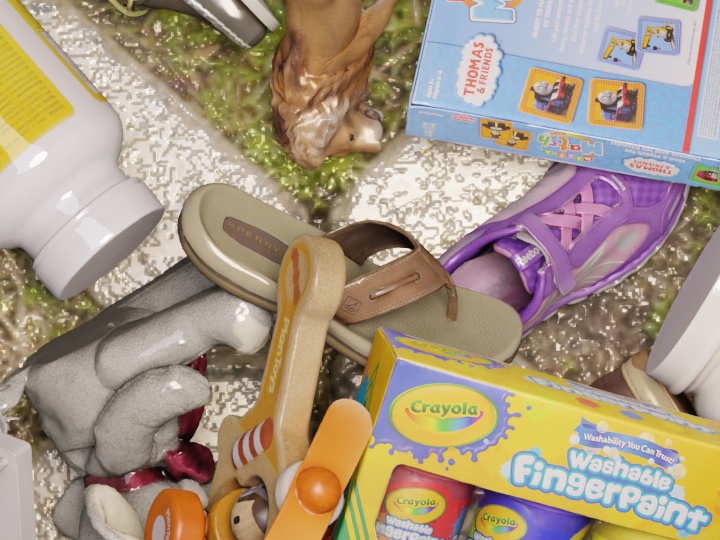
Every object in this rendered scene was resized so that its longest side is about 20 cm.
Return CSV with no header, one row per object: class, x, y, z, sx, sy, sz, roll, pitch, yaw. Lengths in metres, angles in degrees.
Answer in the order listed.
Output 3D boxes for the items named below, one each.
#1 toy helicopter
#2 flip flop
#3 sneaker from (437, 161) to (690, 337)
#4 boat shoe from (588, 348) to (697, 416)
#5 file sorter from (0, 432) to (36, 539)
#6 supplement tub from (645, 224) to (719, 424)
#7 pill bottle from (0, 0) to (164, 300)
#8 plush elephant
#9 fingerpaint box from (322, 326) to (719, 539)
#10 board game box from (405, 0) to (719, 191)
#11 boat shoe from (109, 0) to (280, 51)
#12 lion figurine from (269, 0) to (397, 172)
toy helicopter,-0.039,0.082,1.367,0.079,0.132,0.201,11,94,-23
flip flop,0.000,0.000,1.440,0.200,0.081,0.058,27,126,-13
sneaker,0.107,-0.015,1.536,0.200,0.088,0.081,-38,83,-3
boat shoe,0.182,0.146,1.531,0.072,0.072,0.200,-30,82,10
file sorter,-0.288,0.149,1.456,0.200,0.124,0.139,18,123,28
supplement tub,0.273,0.054,1.486,0.200,0.145,0.146,29,86,-1
pill bottle,-0.206,-0.083,1.543,0.112,0.112,0.200,-41,84,-2
plush elephant,-0.114,0.102,1.501,0.200,0.165,0.155,-29,102,-11
fingerpaint box,0.083,0.139,1.413,0.200,0.073,0.167,17,99,-10
board game box,0.137,-0.130,1.545,0.199,0.037,0.152,11,61,3
boat shoe,-0.137,-0.183,1.572,0.202,0.072,0.060,37,86,12
lion figurine,-0.017,-0.154,1.519,0.072,0.200,0.123,21,59,24
